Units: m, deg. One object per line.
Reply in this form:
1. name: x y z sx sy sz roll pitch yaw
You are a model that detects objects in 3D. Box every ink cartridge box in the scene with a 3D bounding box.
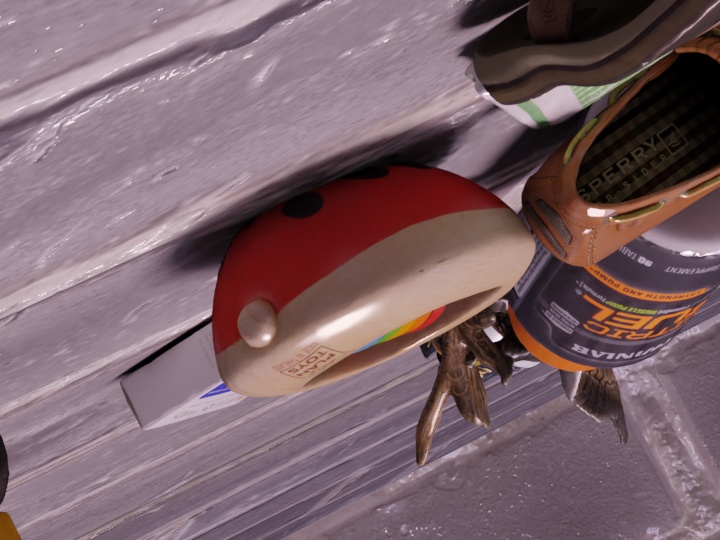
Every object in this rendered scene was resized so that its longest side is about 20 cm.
1. ink cartridge box: -0.024 0.020 1.287 0.199 0.037 0.095 -30 172 28

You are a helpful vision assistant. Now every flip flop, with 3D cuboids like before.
1. flip flop: 0.092 -0.103 0.857 0.081 0.058 0.200 -30 -172 -21

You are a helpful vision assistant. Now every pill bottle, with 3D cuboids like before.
1. pill bottle: 0.134 -0.017 1.260 0.106 0.107 0.200 -25 164 -22

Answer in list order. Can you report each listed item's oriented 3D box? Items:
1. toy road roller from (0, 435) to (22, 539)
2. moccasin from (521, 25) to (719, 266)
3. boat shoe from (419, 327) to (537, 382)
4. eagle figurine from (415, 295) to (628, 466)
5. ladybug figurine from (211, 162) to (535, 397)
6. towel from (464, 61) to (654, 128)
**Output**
1. toy road roller: -0.223 0.157 1.059 0.200 0.147 0.123 -34 170 36
2. moccasin: 0.159 -0.080 1.123 0.201 0.074 0.078 -30 173 -21
3. boat shoe: 0.081 0.051 1.705 0.091 0.071 0.200 -34 173 14
4. eagle figurine: 0.121 0.027 1.533 0.199 0.152 0.152 -6 149 -43
5. ladybug figurine: 0.000 0.000 1.104 0.135 0.072 0.200 -32 172 27
6. towel: 0.141 -0.119 1.013 0.199 0.024 0.152 -30 171 10
